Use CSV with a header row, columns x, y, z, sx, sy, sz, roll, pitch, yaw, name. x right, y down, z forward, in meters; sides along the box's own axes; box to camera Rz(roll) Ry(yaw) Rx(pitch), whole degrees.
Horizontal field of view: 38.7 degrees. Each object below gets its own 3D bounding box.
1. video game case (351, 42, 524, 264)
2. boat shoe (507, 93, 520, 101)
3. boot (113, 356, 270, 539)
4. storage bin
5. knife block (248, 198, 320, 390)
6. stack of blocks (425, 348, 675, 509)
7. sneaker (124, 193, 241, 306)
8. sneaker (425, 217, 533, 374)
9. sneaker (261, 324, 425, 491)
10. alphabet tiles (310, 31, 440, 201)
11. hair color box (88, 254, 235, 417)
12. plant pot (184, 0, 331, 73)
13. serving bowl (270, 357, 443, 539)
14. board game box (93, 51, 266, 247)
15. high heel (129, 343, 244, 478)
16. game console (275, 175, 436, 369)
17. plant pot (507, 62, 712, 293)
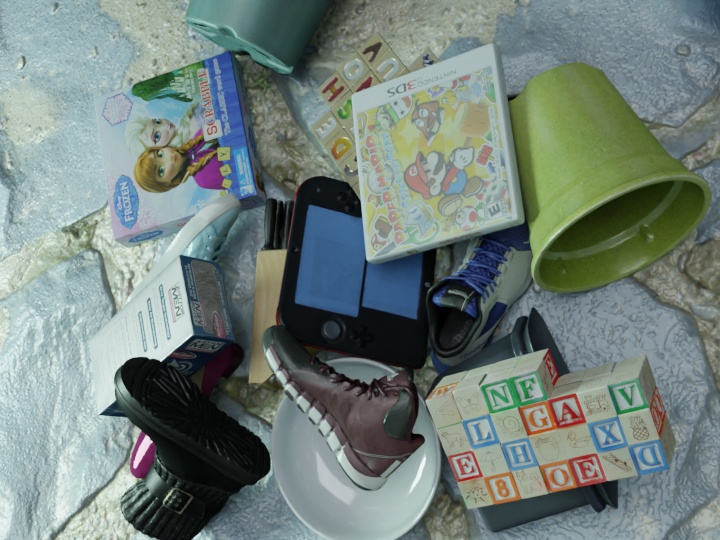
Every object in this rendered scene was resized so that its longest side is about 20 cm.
x,y,z,sx,sy,sz,roll,pitch,yaw,name
0.078,-0.124,1.102,0.180,0.023,0.203,-15,70,28,video game case
0.125,-0.175,1.197,0.197,0.057,0.068,-7,76,14,boat shoe
-0.218,0.203,1.114,0.157,0.080,0.211,-38,112,24,boot
0.161,0.160,1.057,0.133,0.146,0.202,-25,95,18,storage bin
-0.093,0.014,1.206,0.200,0.064,0.176,-45,68,1,knife block
0.173,0.137,0.941,0.198,0.059,0.117,-18,98,27,stack of blocks
-0.195,0.000,1.233,0.082,0.074,0.200,43,107,6,sneaker
0.130,0.020,1.114,0.080,0.115,0.202,23,83,19,sneaker
-0.006,0.115,1.055,0.115,0.076,0.201,-38,88,13,sneaker
0.034,-0.172,1.161,0.167,0.008,0.201,-41,62,13,alphabet tiles
-0.227,0.079,1.155,0.199,0.060,0.101,-38,56,35,hair color box
-0.111,-0.362,1.250,0.198,0.200,0.198,25,91,20,plant pot
0.003,0.194,1.119,0.197,0.066,0.204,0,91,22,serving bowl
-0.231,-0.153,1.299,0.197,0.041,0.203,-17,72,11,board game box
-0.216,0.153,1.186,0.067,0.096,0.201,32,86,21,high heel
0.000,0.000,1.147,0.174,0.031,0.203,12,67,-9,game console
0.238,-0.109,1.086,0.198,0.201,0.186,-25,62,8,plant pot
